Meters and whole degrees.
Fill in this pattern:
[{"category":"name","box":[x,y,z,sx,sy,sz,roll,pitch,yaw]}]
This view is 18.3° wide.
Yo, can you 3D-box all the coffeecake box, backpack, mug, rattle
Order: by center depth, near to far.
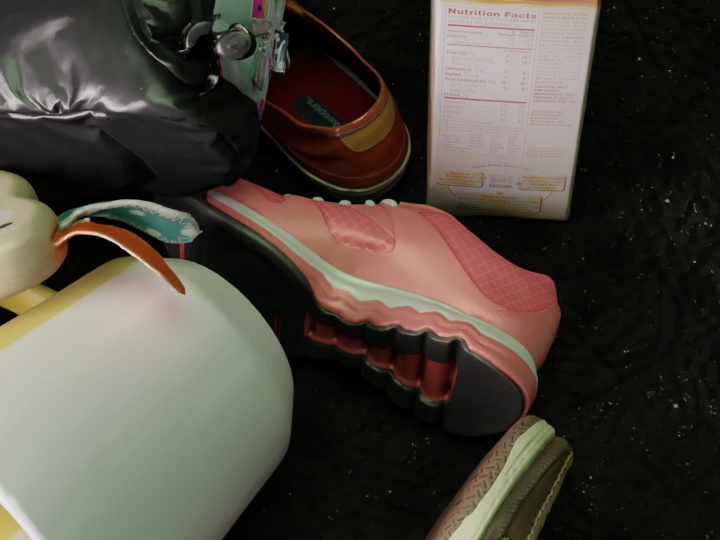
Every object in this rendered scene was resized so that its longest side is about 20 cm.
[{"category":"rattle","box":[-0.173,-0.048,0.915,0.199,0.130,0.144,-6,97,32]},{"category":"mug","box":[-0.120,0.059,0.937,0.187,0.149,0.153,47,60,2]},{"category":"backpack","box":[-0.103,-0.134,1.005,0.165,0.127,0.201,3,63,14]},{"category":"coffeecake box","box":[0.069,-0.141,1.018,0.072,0.200,0.155,3,60,1]}]

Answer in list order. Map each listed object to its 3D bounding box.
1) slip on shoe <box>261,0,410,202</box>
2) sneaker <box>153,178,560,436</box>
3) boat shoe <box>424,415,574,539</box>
[{"category":"slip on shoe","box":[-0.054,-0.113,1.083,0.074,0.061,0.200,-41,67,-19]},{"category":"sneaker","box":[0.000,0.000,1.024,0.199,0.074,0.087,27,50,10]},{"category":"boat shoe","box":[0.042,0.158,0.930,0.075,0.075,0.203,34,71,3]}]
